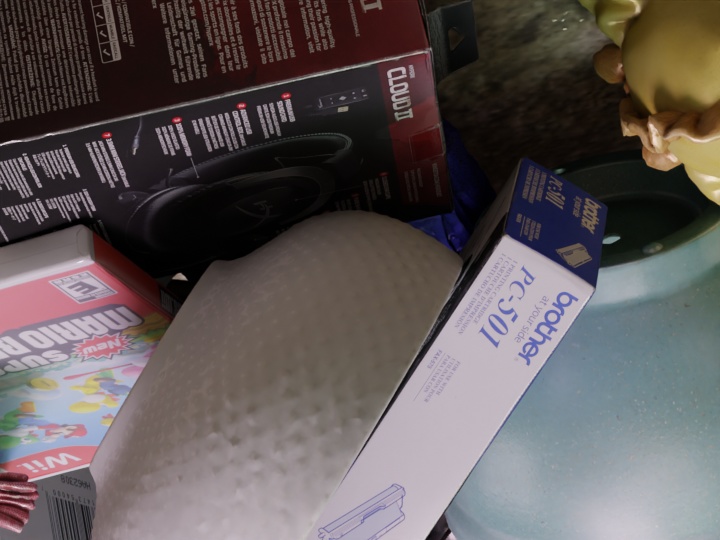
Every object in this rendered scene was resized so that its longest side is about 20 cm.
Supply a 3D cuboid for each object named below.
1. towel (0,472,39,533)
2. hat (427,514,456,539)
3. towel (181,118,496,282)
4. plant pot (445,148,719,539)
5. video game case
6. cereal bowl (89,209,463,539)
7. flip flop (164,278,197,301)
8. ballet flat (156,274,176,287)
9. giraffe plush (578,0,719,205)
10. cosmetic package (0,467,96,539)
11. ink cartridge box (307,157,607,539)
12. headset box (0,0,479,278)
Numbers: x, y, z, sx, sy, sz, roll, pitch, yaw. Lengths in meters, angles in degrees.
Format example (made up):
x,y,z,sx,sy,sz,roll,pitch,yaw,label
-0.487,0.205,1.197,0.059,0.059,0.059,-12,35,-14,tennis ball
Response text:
x,y,z,sx,sy,sz,roll,pitch,yaw,label
-0.233,0.057,1.065,0.200,0.023,0.144,27,170,-11,towel
-0.012,0.132,1.291,0.200,0.201,0.081,-9,-161,-7,hat
0.000,0.000,1.183,0.148,0.050,0.200,-17,156,9,towel
0.120,0.029,1.116,0.200,0.200,0.134,-14,115,3,plant pot
-0.131,0.040,1.059,0.143,0.017,0.200,-15,155,17,video game case
-0.045,0.058,0.974,0.083,0.200,0.200,31,149,-1,cereal bowl
-0.116,0.038,1.153,0.200,0.058,0.081,-3,172,42,flip flop
-0.140,0.004,1.091,0.200,0.072,0.068,-20,155,16,ballet flat
0.176,-0.081,0.986,0.200,0.173,0.162,-11,180,-30,giraffe plush
-0.215,0.170,1.280,0.200,0.123,0.199,-24,154,26,cosmetic package
0.027,0.058,1.018,0.044,0.094,0.200,31,113,-4,ink cartridge box
-0.052,-0.065,0.974,0.200,0.077,0.149,-14,158,1,headset box
